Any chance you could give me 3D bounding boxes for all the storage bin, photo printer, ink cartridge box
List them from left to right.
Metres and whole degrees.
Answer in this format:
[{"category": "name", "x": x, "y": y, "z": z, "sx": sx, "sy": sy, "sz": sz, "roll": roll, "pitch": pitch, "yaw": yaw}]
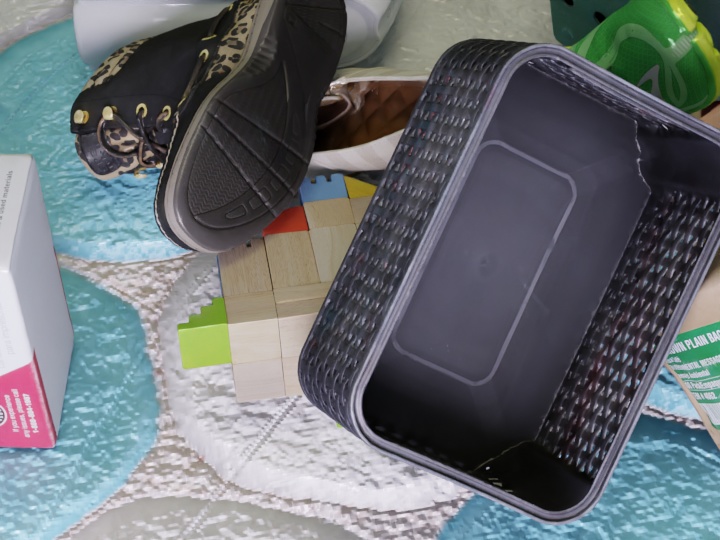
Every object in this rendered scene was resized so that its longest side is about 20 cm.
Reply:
[{"category": "ink cartridge box", "x": -0.258, "y": 0.017, "z": 1.005, "sx": 0.200, "sy": 0.145, "sz": 0.083, "roll": 0, "pitch": 49, "yaw": 3}, {"category": "photo printer", "x": -0.070, "y": -0.194, "z": 1.246, "sx": 0.200, "sy": 0.069, "sz": 0.166, "roll": -1, "pitch": 43, "yaw": 3}, {"category": "storage bin", "x": 0.074, "y": 0.002, "z": 0.938, "sx": 0.135, "sy": 0.200, "sz": 0.094, "roll": 25, "pitch": -1, "yaw": -19}]

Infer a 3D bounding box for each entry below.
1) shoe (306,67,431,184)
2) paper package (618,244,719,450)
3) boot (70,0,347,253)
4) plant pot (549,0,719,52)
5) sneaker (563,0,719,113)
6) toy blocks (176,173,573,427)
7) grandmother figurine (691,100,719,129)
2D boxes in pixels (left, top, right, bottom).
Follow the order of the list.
[{"category": "shoe", "x": 0.000, "y": -0.087, "z": 1.102, "sx": 0.200, "sy": 0.053, "sz": 0.070, "roll": 2, "pitch": 71, "yaw": 40}, {"category": "paper package", "x": 0.257, "y": -0.010, "z": 0.948, "sx": 0.191, "sy": 0.200, "sz": 0.103, "roll": -39, "pitch": 96, "yaw": -30}, {"category": "boot", "x": -0.098, "y": -0.078, "z": 1.098, "sx": 0.151, "sy": 0.073, "sz": 0.200, "roll": -15, "pitch": 44, "yaw": 40}, {"category": "plant pot", "x": 0.212, "y": -0.207, "z": 1.198, "sx": 0.200, "sy": 0.141, "sz": 0.141, "roll": -39, "pitch": 55, "yaw": -20}, {"category": "sneaker", "x": 0.127, "y": -0.094, "z": 1.080, "sx": 0.084, "sy": 0.200, "sz": 0.074, "roll": -38, "pitch": 96, "yaw": -25}, {"category": "toy blocks", "x": 0.000, "y": 0.000, "z": 1.053, "sx": 0.200, "sy": 0.100, "sz": 0.137, "roll": -8, "pitch": 35, "yaw": -5}, {"category": "grandmother figurine", "x": 0.211, "y": -0.075, "z": 1.109, "sx": 0.200, "sy": 0.061, "sz": 0.121, "roll": -28, "pitch": 23, "yaw": -13}]
